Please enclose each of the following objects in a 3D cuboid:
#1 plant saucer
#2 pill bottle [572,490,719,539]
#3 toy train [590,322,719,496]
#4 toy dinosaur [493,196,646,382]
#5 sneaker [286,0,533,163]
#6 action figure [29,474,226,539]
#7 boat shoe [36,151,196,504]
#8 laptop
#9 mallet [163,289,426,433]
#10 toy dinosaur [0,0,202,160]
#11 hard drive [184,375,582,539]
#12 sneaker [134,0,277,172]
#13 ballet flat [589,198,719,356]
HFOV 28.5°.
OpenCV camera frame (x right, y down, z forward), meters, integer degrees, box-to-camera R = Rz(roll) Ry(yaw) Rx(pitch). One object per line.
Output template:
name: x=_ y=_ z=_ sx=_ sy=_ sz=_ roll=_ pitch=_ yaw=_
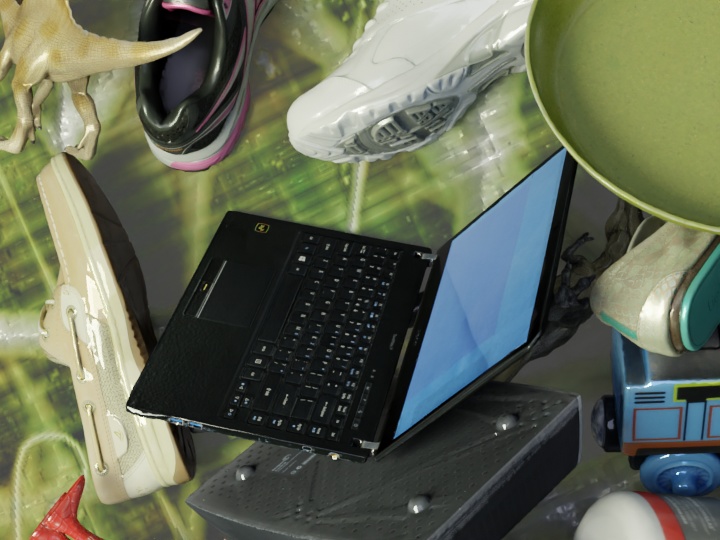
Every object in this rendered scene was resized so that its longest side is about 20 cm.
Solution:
plant saucer: x=0.177 y=-0.094 z=0.694 sx=0.198 sy=0.031 sz=0.202 roll=1 pitch=59 yaw=-2
pill bottle: x=0.213 y=0.177 z=0.719 sx=0.198 sy=0.116 sz=0.117 roll=7 pitch=88 yaw=-13
toy train: x=0.220 y=0.062 z=0.736 sx=0.198 sy=0.115 sz=0.087 roll=-2 pitch=49 yaw=6
toy dinosaur: x=0.093 y=0.030 z=0.772 sx=0.200 sy=0.088 sz=0.048 roll=-43 pitch=74 yaw=2
sneaker: x=0.038 y=-0.137 z=0.802 sx=0.199 sy=0.078 sz=0.100 roll=-30 pitch=71 yaw=1
action figure: x=-0.089 y=0.189 z=0.795 sx=0.200 sy=0.065 sz=0.052 roll=40 pitch=52 yaw=-6
boat shoe: x=-0.154 y=0.033 z=0.810 sx=0.064 sy=0.072 sz=0.202 roll=-19 pitch=91 yaw=4
laptop: x=0.000 y=0.000 z=0.728 sx=0.198 sy=0.178 sz=0.104 roll=11 pitch=128 yaw=8
mallet: x=-0.012 y=0.046 z=0.811 sx=0.198 sy=0.041 sz=0.067 roll=-10 pitch=83 yaw=2
toy dinosaur: x=-0.169 y=-0.115 z=0.779 sx=0.199 sy=0.058 sz=0.102 roll=28 pitch=115 yaw=45
hard drive: x=0.011 y=0.105 z=0.719 sx=0.135 sy=0.199 sz=0.043 roll=-37 pitch=110 yaw=-32
sneaker: x=-0.084 y=-0.159 z=0.802 sx=0.079 sy=0.086 sz=0.202 roll=5 pitch=87 yaw=5
ballet flat: x=0.186 y=-0.034 z=0.716 sx=0.062 sy=0.068 sz=0.200 roll=18 pitch=46 yaw=41
